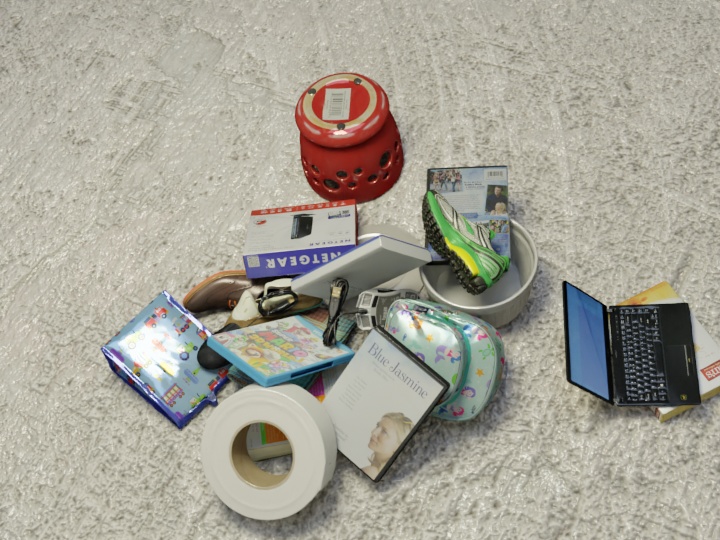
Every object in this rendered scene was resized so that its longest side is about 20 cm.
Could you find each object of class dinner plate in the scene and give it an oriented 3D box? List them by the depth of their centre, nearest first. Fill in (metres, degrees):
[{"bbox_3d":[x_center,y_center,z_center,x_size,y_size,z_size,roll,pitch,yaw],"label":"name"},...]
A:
[{"bbox_3d":[0.022,-0.008,1.649,0.198,0.024,0.201,-4,56,5],"label":"dinner plate"}]

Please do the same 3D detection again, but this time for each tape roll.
[{"bbox_3d":[-0.138,0.272,1.391,0.201,0.071,0.204,1,94,13],"label":"tape roll"}]

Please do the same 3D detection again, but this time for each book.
[{"bbox_3d":[-0.089,0.226,1.496,0.198,0.048,0.134,-11,52,1],"label":"book"}]

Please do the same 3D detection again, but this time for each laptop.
[{"bbox_3d":[0.416,0.109,1.411,0.198,0.103,0.178,-3,59,13],"label":"laptop"}]

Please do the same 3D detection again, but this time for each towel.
[{"bbox_3d":[-0.115,0.133,1.551,0.146,0.022,0.200,20,52,27],"label":"towel"}]

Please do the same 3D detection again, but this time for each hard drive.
[{"bbox_3d":[0.000,0.000,1.510,0.199,0.131,0.026,-26,64,35],"label":"hard drive"}]

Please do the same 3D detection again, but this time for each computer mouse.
[{"bbox_3d":[-0.188,0.098,1.531,0.200,0.059,0.034,-38,15,-6],"label":"computer mouse"},{"bbox_3d":[0.019,0.068,1.537,0.044,0.199,0.111,9,97,51],"label":"computer mouse"}]

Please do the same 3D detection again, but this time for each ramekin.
[{"bbox_3d":[0.200,0.008,1.559,0.198,0.105,0.201,-4,55,6],"label":"ramekin"}]

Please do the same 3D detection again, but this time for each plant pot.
[{"bbox_3d":[-0.022,-0.256,1.730,0.199,0.183,0.202,-3,56,4],"label":"plant pot"}]

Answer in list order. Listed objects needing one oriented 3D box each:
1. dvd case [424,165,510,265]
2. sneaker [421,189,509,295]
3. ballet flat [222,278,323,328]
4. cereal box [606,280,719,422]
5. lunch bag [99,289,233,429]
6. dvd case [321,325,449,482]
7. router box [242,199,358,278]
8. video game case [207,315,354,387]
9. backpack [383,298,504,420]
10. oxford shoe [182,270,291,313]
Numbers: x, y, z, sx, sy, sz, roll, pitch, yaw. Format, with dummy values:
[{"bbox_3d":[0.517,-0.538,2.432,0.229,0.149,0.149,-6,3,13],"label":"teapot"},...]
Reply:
[{"bbox_3d":[0.182,-0.096,1.557,0.141,0.018,0.201,-2,57,9],"label":"dvd case"},{"bbox_3d":[0.165,-0.054,1.485,0.085,0.078,0.201,-27,66,-16],"label":"sneaker"},{"bbox_3d":[-0.160,0.058,1.574,0.199,0.073,0.068,-22,34,-4],"label":"ballet flat"},{"bbox_3d":[0.487,0.127,1.470,0.143,0.040,0.201,-26,56,-7],"label":"cereal box"},{"bbox_3d":[-0.314,0.159,1.560,0.200,0.094,0.151,38,66,17],"label":"lunch bag"},{"bbox_3d":[0.025,0.204,1.388,0.142,0.018,0.201,39,109,13],"label":"dvd case"},{"bbox_3d":[-0.103,-0.059,1.639,0.198,0.049,0.180,-6,29,2],"label":"router box"},{"bbox_3d":[-0.125,0.125,1.465,0.143,0.018,0.199,29,26,35],"label":"video game case"},{"bbox_3d":[0.123,0.143,1.444,0.199,0.150,0.179,17,95,14],"label":"backpack"},{"bbox_3d":[-0.217,0.042,1.626,0.199,0.071,0.073,-19,59,-5],"label":"oxford shoe"}]
